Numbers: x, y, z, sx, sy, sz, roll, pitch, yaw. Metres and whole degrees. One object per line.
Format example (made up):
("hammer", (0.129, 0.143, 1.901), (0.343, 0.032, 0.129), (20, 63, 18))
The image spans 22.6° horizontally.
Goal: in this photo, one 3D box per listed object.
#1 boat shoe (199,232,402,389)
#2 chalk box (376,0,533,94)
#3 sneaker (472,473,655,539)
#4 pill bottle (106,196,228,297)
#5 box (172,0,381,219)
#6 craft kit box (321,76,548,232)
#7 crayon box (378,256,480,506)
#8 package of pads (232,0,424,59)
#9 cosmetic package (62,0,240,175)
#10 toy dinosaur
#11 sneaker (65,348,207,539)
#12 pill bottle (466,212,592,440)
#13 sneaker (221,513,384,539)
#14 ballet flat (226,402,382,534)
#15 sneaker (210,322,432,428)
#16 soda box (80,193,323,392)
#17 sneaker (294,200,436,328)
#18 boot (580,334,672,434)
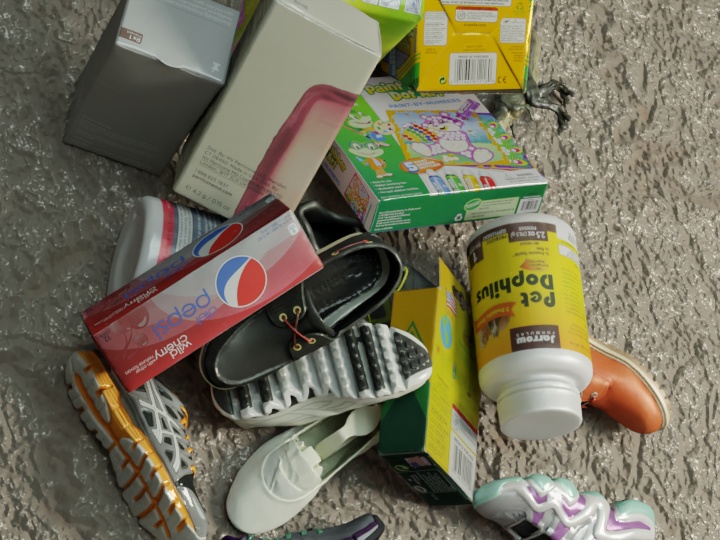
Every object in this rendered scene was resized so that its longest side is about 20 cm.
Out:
("boat shoe", (-0.053, 0.036, 1.571), (0.201, 0.063, 0.074), (-34, 107, -12))
("chalk box", (0.085, -0.260, 1.840), (0.123, 0.200, 0.125), (-2, 108, -17))
("sneaker", (0.196, 0.276, 1.699), (0.199, 0.078, 0.141), (13, 61, -20))
("pill bottle", (-0.120, 0.014, 1.639), (0.199, 0.120, 0.120), (15, 61, -20))
("box", (-0.074, -0.150, 1.617), (0.108, 0.201, 0.128), (27, 20, -11))
("craft kit box", (0.054, -0.122, 1.790), (0.199, 0.049, 0.198), (-7, 40, -30))
("crayon box", (0.070, 0.105, 1.693), (0.127, 0.050, 0.201), (50, 40, -51))
("package of pads", (-0.039, -0.254, 1.754), (0.153, 0.200, 0.069), (11, 74, -16))
("cosmetic package", (-0.193, -0.175, 1.644), (0.106, 0.200, 0.091), (20, 59, -17))
("toy dinosaur", (0.187, -0.191, 1.941), (0.088, 0.048, 0.201), (26, 54, -6))
("sneaker", (-0.180, 0.148, 1.573), (0.077, 0.078, 0.201), (-21, 76, -38))
("pill bottle", (0.161, 0.054, 1.712), (0.108, 0.109, 0.201), (8, 61, -23))
("sneaker", (-0.068, 0.250, 1.583), (0.199, 0.074, 0.088), (-30, 76, -34))
("ballet flat", (-0.041, 0.165, 1.640), (0.200, 0.069, 0.070), (-34, 84, -34))
("sneaker", (-0.033, 0.101, 1.628), (0.198, 0.081, 0.076), (-9, 62, 1))
("soda box", (-0.135, 0.017, 1.534), (0.199, 0.070, 0.064), (-33, 113, -7))
("sneaker", (0.000, 0.000, 1.728), (0.199, 0.085, 0.075), (25, 59, -15))
("boot", (0.213, 0.115, 1.794), (0.199, 0.075, 0.107), (36, 59, 3))
